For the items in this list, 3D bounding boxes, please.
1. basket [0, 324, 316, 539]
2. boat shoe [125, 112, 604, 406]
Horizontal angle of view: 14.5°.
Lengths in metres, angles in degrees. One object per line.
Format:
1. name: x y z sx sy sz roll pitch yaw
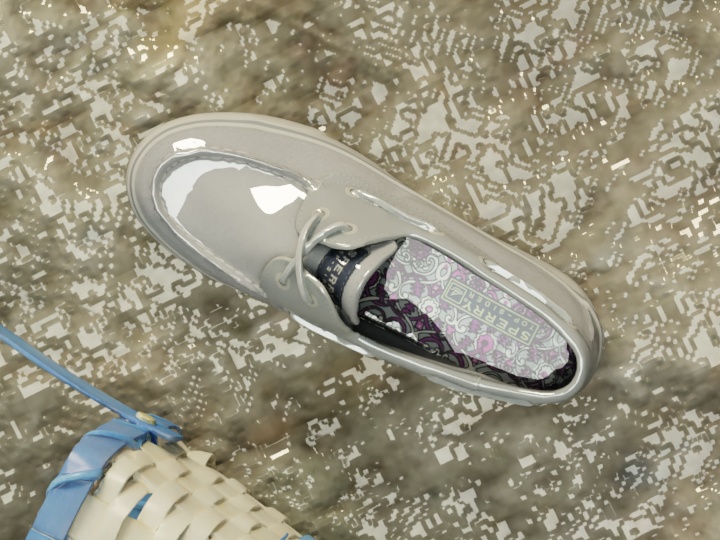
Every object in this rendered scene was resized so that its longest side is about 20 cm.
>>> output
1. basket: -0.122 0.130 1.082 0.199 0.139 0.177 28 95 6
2. boat shoe: 0.000 0.000 1.091 0.199 0.069 0.072 31 99 -1
